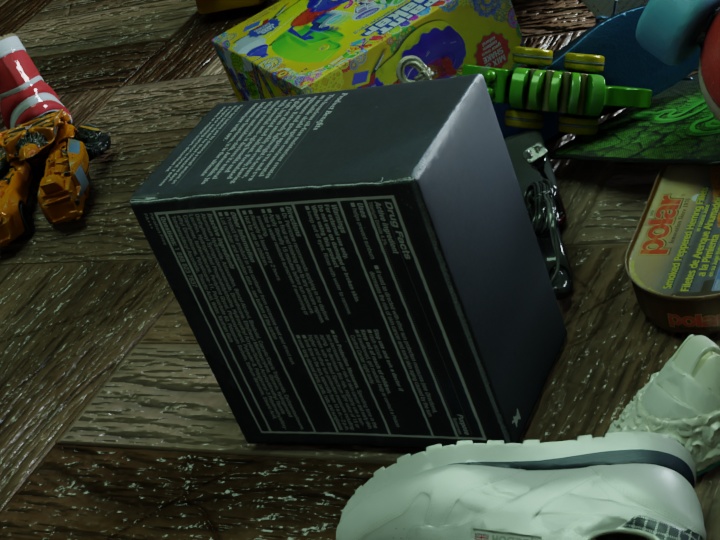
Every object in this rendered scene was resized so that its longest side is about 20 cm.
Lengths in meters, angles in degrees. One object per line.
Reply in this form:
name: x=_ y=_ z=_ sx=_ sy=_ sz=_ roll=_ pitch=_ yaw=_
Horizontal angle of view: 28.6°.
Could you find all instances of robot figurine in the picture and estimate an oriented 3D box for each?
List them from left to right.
robot figurine: x=-0.317 y=-0.095 z=1.383 sx=0.144 sy=0.058 sz=0.200 roll=-20 pitch=31 yaw=4

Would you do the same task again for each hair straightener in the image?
hair straightener: x=0.119 y=-0.047 z=0.989 sx=0.041 sy=0.077 sz=0.200 roll=-13 pitch=32 yaw=12

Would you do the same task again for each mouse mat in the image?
mouse mat: x=0.249 y=-0.113 z=1.022 sx=0.161 sy=0.008 sz=0.200 roll=-30 pitch=19 yaw=-22

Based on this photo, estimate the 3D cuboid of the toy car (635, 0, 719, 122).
toy car: x=0.297 y=-0.185 z=0.860 sx=0.184 sy=0.200 sz=0.177 roll=39 pitch=65 yaw=19

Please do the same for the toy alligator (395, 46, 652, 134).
toy alligator: x=0.117 y=-0.138 z=1.063 sx=0.199 sy=0.060 sz=0.054 roll=8 pitch=10 yaw=13

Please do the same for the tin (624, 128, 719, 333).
tin: x=0.240 y=-0.031 z=0.920 sx=0.111 sy=0.042 sz=0.200 roll=1 pitch=37 yaw=29

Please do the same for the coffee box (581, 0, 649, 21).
coffee box: x=0.219 y=-0.283 z=1.168 sx=0.114 sy=0.200 sz=0.080 roll=-39 pitch=-4 yaw=-23

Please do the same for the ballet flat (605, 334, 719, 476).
ballet flat: x=0.214 y=0.052 z=0.781 sx=0.199 sy=0.072 sz=0.072 roll=-26 pitch=30 yaw=-3

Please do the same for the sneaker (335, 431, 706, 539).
sneaker: x=0.078 y=0.139 z=0.735 sx=0.199 sy=0.077 sz=0.081 roll=-14 pitch=41 yaw=19

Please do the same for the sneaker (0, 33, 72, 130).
sneaker: x=-0.374 y=-0.185 z=1.572 sx=0.071 sy=0.113 sz=0.200 roll=-32 pitch=1 yaw=-10

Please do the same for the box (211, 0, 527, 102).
box: x=0.011 y=-0.176 z=1.224 sx=0.200 sy=0.122 sz=0.193 roll=-33 pitch=32 yaw=-15

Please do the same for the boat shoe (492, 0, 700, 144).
boat shoe: x=0.181 y=-0.160 z=1.111 sx=0.199 sy=0.084 sz=0.069 roll=-21 pitch=11 yaw=14

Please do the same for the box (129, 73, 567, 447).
box: x=0.000 y=0.000 z=0.877 sx=0.198 sy=0.201 sz=0.123 roll=-1 pitch=36 yaw=32

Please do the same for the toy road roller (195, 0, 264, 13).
toy road roller: x=-0.109 y=-0.384 z=1.644 sx=0.199 sy=0.123 sz=0.146 roll=-5 pitch=21 yaw=25
